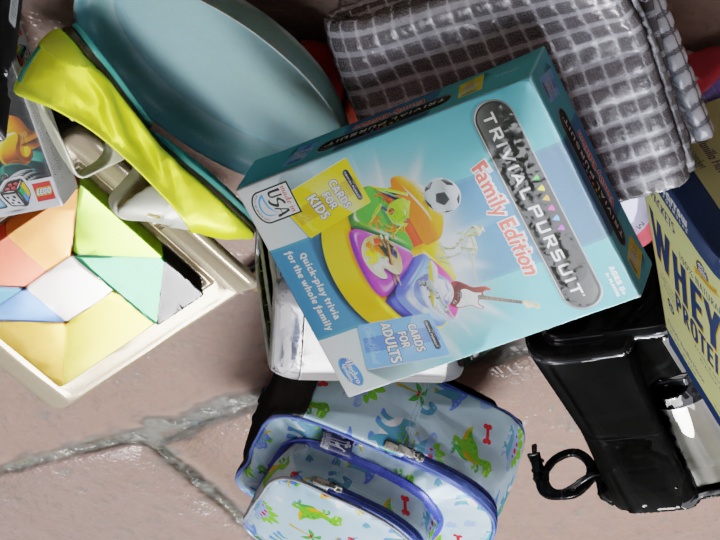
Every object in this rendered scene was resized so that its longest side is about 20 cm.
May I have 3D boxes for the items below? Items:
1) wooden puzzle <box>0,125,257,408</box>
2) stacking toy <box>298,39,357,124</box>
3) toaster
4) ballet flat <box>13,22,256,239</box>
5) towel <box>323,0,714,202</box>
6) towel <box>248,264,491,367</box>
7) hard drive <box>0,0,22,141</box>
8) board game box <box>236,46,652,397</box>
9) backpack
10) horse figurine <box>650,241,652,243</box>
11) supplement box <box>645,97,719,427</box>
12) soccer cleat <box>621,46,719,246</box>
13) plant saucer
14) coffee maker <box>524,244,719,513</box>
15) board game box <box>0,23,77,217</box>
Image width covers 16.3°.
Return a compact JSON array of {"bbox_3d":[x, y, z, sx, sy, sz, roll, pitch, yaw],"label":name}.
[{"bbox_3d":[-0.199,0.007,1.712,0.200,0.037,0.185,-30,129,22],"label":"wooden puzzle"},{"bbox_3d":[0.038,-0.106,1.611,0.199,0.086,0.085,13,147,-5],"label":"stacking toy"},{"bbox_3d":[0.000,0.000,1.652,0.129,0.200,0.114,-2,132,-8],"label":"toaster"},{"bbox_3d":[-0.148,-0.073,1.610,0.067,0.067,0.200,-45,122,-4],"label":"ballet flat"},{"bbox_3d":[0.094,-0.109,1.505,0.200,0.086,0.166,-15,109,22],"label":"towel"},{"bbox_3d":[0.033,0.012,1.843,0.200,0.022,0.147,25,141,-30],"label":"towel"},{"bbox_3d":[-0.304,-0.126,1.523,0.200,0.140,0.038,-9,146,18],"label":"hard drive"},{"bbox_3d":[0.049,-0.025,1.488,0.200,0.047,0.151,-20,110,24],"label":"board game box"},{"bbox_3d":[0.012,0.156,1.909,0.200,0.147,0.183,20,152,-5],"label":"backpack"},{"bbox_3d":[0.261,-0.056,1.690,0.200,0.050,0.133,-20,147,18],"label":"horse figurine"},{"bbox_3d":[0.299,-0.013,1.590,0.200,0.134,0.200,-21,134,-6],"label":"supplement box"},{"bbox_3d":[0.183,-0.063,1.629,0.076,0.067,0.200,35,114,-18],"label":"soccer cleat"},{"bbox_3d":[-0.087,-0.123,1.556,0.200,0.027,0.200,27,158,12],"label":"plant saucer"},{"bbox_3d":[0.188,0.080,1.812,0.192,0.135,0.200,-28,132,5],"label":"coffee maker"},{"bbox_3d":[-0.296,-0.087,1.628,0.200,0.035,0.127,-10,113,18],"label":"board game box"}]
